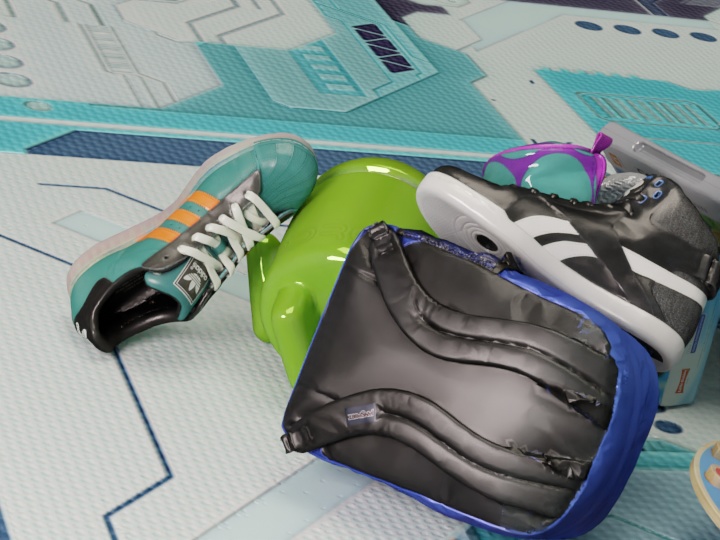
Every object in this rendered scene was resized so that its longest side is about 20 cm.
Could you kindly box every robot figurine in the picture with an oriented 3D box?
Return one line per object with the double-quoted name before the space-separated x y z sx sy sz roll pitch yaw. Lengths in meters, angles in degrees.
"robot figurine" 0.000 0.000 1.719 0.174 0.116 0.200 -7 32 20

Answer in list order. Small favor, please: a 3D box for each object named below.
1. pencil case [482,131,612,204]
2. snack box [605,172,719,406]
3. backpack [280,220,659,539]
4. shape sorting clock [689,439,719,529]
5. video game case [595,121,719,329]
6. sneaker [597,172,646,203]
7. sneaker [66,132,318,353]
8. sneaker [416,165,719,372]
"pencil case" 0.132 0.014 1.686 0.092 0.201 0.085 -9 -8 26
"snack box" 0.187 0.002 1.844 0.037 0.117 0.200 -1 25 -34
"backpack" 0.085 0.073 1.564 0.199 0.163 0.168 21 4 27
"shape sorting clock" 0.293 0.166 1.555 0.199 0.039 0.200 29 20 -12
"video game case" 0.265 -0.007 1.830 0.022 0.200 0.182 -40 32 -8
"sneaker" 0.129 -0.031 1.822 0.199 0.076 0.114 -28 21 20
"sneaker" -0.107 -0.012 1.692 0.071 0.200 0.080 48 11 -35
"sneaker" 0.141 -0.031 1.623 0.199 0.073 0.112 34 68 -1
